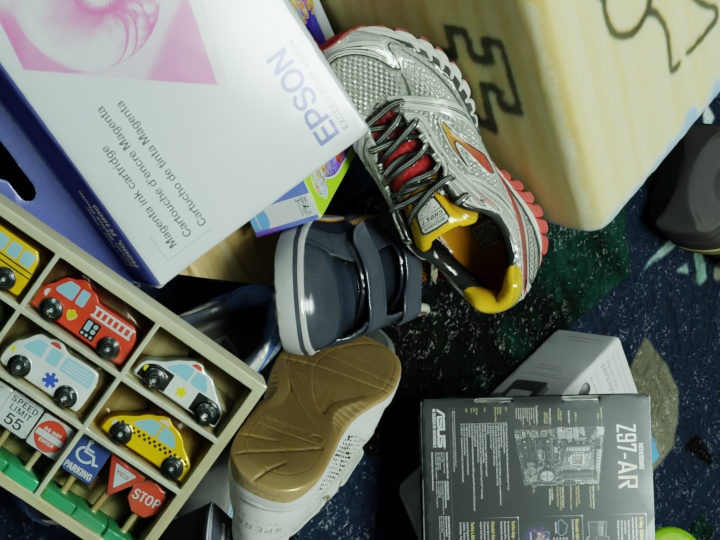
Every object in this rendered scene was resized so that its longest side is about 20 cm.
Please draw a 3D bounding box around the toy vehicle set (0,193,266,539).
[{"bbox_3d":[-0.166,0.054,0.854,0.199,0.027,0.125,35,94,-12],"label":"toy vehicle set"}]

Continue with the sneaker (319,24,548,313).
[{"bbox_3d":[0.045,-0.060,0.959,0.200,0.077,0.082,49,28,-16],"label":"sneaker"}]

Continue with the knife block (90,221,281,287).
[{"bbox_3d":[-0.120,-0.086,0.942,0.198,0.064,0.178,8,90,-43],"label":"knife block"}]

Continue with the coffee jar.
[{"bbox_3d":[0.326,-0.047,1.349,0.199,0.085,0.106,23,79,-42],"label":"coffee jar"}]

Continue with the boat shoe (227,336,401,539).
[{"bbox_3d":[-0.033,0.099,0.951,0.200,0.070,0.070,-46,156,-60],"label":"boat shoe"}]

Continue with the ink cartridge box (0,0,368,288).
[{"bbox_3d":[-0.126,-0.097,0.847,0.199,0.043,0.197,-38,112,-6],"label":"ink cartridge box"}]

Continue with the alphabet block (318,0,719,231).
[{"bbox_3d":[0.105,-0.174,1.034,0.195,0.195,0.201,-47,134,-31],"label":"alphabet block"}]

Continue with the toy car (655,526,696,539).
[{"bbox_3d":[0.158,0.292,1.183,0.198,0.164,0.159,-26,83,-19],"label":"toy car"}]

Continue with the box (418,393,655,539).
[{"bbox_3d":[0.120,0.186,1.096,0.158,0.044,0.203,-2,86,-1],"label":"box"}]

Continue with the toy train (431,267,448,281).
[{"bbox_3d":[0.066,-0.018,1.147,0.199,0.034,0.046,-34,129,-36],"label":"toy train"}]

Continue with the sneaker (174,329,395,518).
[{"bbox_3d":[-0.051,0.091,1.021,0.200,0.073,0.082,-47,118,-32],"label":"sneaker"}]

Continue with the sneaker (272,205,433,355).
[{"bbox_3d":[0.000,0.000,0.985,0.200,0.078,0.080,-48,134,-75],"label":"sneaker"}]

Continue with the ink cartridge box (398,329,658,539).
[{"bbox_3d":[0.129,0.149,1.199,0.200,0.066,0.117,-40,120,-32],"label":"ink cartridge box"}]

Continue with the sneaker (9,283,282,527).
[{"bbox_3d":[-0.120,0.067,0.926,0.077,0.085,0.200,47,59,7],"label":"sneaker"}]

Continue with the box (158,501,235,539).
[{"bbox_3d":[-0.087,0.250,0.937,0.200,0.147,0.105,47,27,-34],"label":"box"}]

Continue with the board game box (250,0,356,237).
[{"bbox_3d":[-0.064,-0.141,0.952,0.202,0.044,0.135,66,24,-22],"label":"board game box"}]
